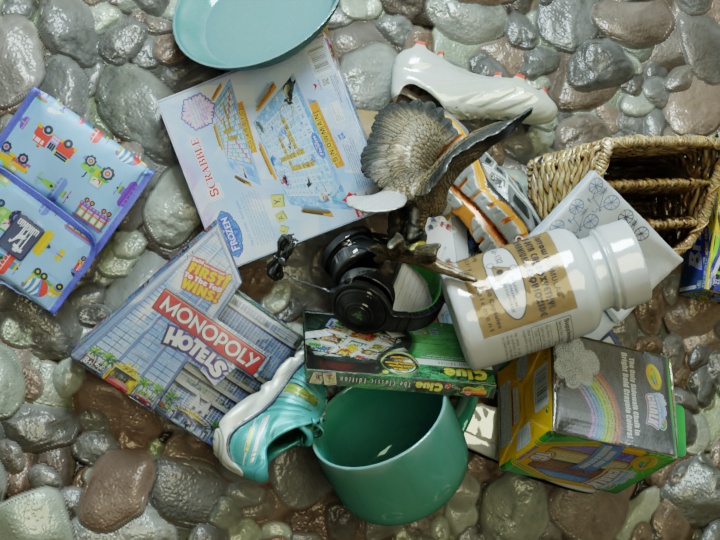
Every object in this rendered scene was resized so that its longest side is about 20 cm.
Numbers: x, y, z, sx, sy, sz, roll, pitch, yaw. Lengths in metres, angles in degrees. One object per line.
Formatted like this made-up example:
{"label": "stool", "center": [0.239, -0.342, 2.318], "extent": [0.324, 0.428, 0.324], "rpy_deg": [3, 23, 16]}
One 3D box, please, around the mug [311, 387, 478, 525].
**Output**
{"label": "mug", "center": [0.053, 0.191, 1.531], "extent": [0.184, 0.152, 0.115], "rpy_deg": [-20, 122, 8]}

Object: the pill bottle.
{"label": "pill bottle", "center": [0.190, 0.020, 1.479], "extent": [0.199, 0.114, 0.115], "rpy_deg": [-18, 89, 0]}

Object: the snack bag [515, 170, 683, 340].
{"label": "snack bag", "center": [0.235, 0.010, 1.575], "extent": [0.200, 0.021, 0.188], "rpy_deg": [-45, 126, 8]}

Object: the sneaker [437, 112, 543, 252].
{"label": "sneaker", "center": [0.136, -0.093, 1.606], "extent": [0.077, 0.078, 0.200], "rpy_deg": [-19, 73, -45]}

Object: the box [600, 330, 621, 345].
{"label": "box", "center": [0.241, 0.098, 1.672], "extent": [0.121, 0.032, 0.200], "rpy_deg": [-33, 93, -18]}

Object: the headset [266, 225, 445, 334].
{"label": "headset", "center": [0.000, 0.000, 1.519], "extent": [0.199, 0.094, 0.124], "rpy_deg": [4, 45, -19]}

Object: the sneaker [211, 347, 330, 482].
{"label": "sneaker", "center": [-0.067, 0.150, 1.518], "extent": [0.080, 0.078, 0.200], "rpy_deg": [33, 57, 23]}

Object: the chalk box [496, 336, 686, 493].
{"label": "chalk box", "center": [0.264, 0.161, 1.571], "extent": [0.199, 0.124, 0.125], "rpy_deg": [15, 58, -20]}

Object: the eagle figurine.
{"label": "eagle figurine", "center": [0.073, -0.098, 1.475], "extent": [0.151, 0.151, 0.201], "rpy_deg": [20, 80, -4]}

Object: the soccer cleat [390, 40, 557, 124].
{"label": "soccer cleat", "center": [0.128, -0.195, 1.651], "extent": [0.199, 0.069, 0.078], "rpy_deg": [19, 69, -7]}

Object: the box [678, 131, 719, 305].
{"label": "box", "center": [0.440, -0.063, 1.733], "extent": [0.064, 0.070, 0.201], "rpy_deg": [13, 80, -14]}

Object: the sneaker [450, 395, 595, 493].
{"label": "sneaker", "center": [0.189, 0.187, 1.624], "extent": [0.199, 0.073, 0.085], "rpy_deg": [26, 79, -12]}

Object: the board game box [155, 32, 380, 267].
{"label": "board game box", "center": [-0.092, -0.125, 1.547], "extent": [0.199, 0.041, 0.201], "rpy_deg": [-20, 90, 8]}

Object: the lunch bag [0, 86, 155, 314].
{"label": "lunch bag", "center": [-0.333, -0.065, 1.494], "extent": [0.150, 0.094, 0.200], "rpy_deg": [35, 87, -12]}

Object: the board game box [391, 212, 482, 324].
{"label": "board game box", "center": [0.105, 0.008, 1.618], "extent": [0.126, 0.035, 0.201], "rpy_deg": [24, 70, -6]}

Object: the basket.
{"label": "basket", "center": [0.310, -0.071, 1.630], "extent": [0.199, 0.149, 0.143], "rpy_deg": [-2, 84, -34]}

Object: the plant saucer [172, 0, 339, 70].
{"label": "plant saucer", "center": [-0.104, -0.282, 1.541], "extent": [0.200, 0.200, 0.036], "rpy_deg": [-50, 143, -16]}

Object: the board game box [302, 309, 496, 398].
{"label": "board game box", "center": [0.039, 0.088, 1.518], "extent": [0.199, 0.105, 0.024], "rpy_deg": [6, 122, -7]}

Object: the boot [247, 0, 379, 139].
{"label": "boot", "center": [-0.025, -0.212, 1.584], "extent": [0.175, 0.066, 0.201], "rpy_deg": [-21, 90, 5]}

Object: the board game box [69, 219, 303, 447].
{"label": "board game box", "center": [-0.165, 0.059, 1.509], "extent": [0.200, 0.062, 0.200], "rpy_deg": [34, 91, -11]}
